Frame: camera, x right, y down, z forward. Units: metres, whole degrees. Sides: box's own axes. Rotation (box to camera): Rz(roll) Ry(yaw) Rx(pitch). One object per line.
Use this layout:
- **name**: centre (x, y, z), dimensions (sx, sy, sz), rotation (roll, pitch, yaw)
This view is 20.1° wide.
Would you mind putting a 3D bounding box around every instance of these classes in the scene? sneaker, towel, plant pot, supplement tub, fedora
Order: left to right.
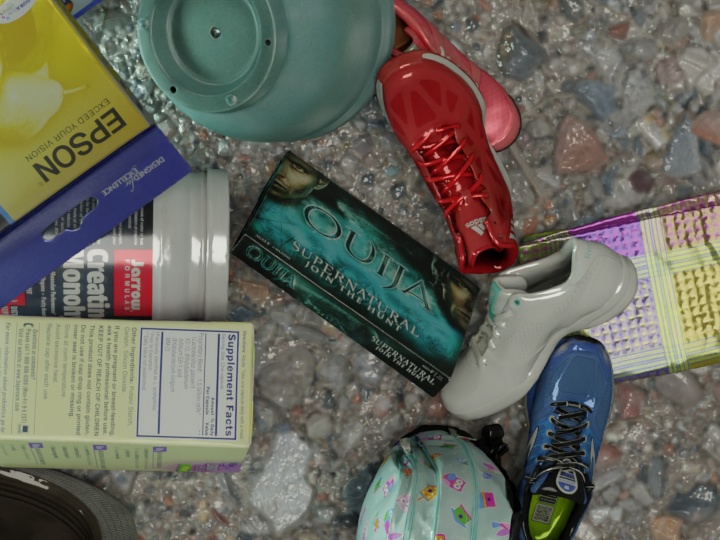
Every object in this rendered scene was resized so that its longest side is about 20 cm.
- **fedora**: centre (-0.286, 0.236, 1.628), dimensions (0.199, 0.177, 0.091), rotation (12, 124, -9)
- **supplement tub**: centre (-0.205, -0.020, 1.601), dimensions (0.199, 0.140, 0.141), rotation (1, 96, -5)
- **plant pot**: centre (-0.089, -0.189, 1.557), dimensions (0.200, 0.134, 0.201), rotation (5, 104, 22)
- **sneaker**: centre (0.048, -0.161, 1.637), dimensions (0.200, 0.087, 0.074), rotation (39, 92, -8)
- **sneaker**: centre (0.081, -0.076, 1.593), dimensions (0.078, 0.116, 0.200), rotation (-28, 133, 12)
- **sneaker**: centre (0.124, 0.039, 1.642), dimensions (0.200, 0.075, 0.088), rotation (-43, 133, 22)
- **sneaker**: centre (0.171, 0.152, 1.673), dimensions (0.078, 0.089, 0.201), rotation (8, 102, -8)
- **towel**: centre (0.239, 0.020, 1.708), dimensions (0.199, 0.023, 0.144), rotation (-13, 98, -3)

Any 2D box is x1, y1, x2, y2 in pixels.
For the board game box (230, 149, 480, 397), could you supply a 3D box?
- **board game box**: centre (0.000, 0.000, 1.629), dimensions (0.200, 0.135, 0.028), rotation (36, 125, -9)

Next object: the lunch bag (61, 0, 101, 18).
- **lunch bag**: centre (-0.258, -0.237, 1.543), dimensions (0.170, 0.200, 0.124), rotation (-33, 98, -2)

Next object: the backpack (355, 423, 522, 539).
- **backpack**: centre (0.062, 0.213, 1.622), dimensions (0.126, 0.200, 0.168), rotation (6, 96, -6)

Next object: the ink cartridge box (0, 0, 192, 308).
- **ink cartridge box**: centre (-0.257, -0.088, 1.473), dimensions (0.197, 0.047, 0.200), rotation (-35, 109, 6)

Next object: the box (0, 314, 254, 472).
- **box**: centre (-0.187, 0.099, 1.588), dimensions (0.199, 0.176, 0.097), rotation (3, 77, -5)
